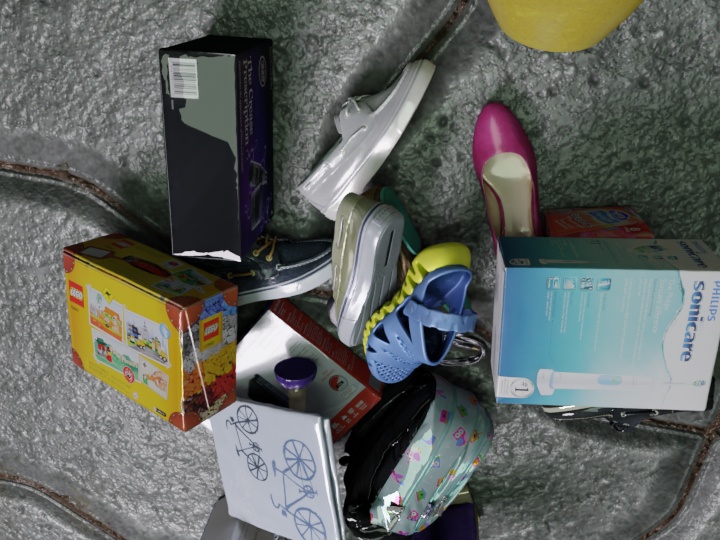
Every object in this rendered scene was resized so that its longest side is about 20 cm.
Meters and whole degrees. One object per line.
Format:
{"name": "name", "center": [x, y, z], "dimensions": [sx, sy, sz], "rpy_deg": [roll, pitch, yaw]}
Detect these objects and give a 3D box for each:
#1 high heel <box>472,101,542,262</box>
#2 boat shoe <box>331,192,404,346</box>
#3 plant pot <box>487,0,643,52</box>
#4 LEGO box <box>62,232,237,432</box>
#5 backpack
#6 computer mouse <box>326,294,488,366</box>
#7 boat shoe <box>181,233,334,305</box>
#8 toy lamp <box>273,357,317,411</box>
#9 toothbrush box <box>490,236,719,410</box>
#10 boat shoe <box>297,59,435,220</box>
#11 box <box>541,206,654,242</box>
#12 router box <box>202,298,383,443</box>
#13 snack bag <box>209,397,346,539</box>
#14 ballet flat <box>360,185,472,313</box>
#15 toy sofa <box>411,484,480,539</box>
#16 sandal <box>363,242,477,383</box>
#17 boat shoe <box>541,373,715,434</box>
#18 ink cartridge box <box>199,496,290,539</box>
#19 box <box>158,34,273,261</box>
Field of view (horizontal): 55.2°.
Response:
{"name": "high heel", "center": [0.156, -0.071, 0.721], "dimensions": [0.067, 0.096, 0.201], "rpy_deg": [-5, 113, 10]}
{"name": "boat shoe", "center": [0.000, 0.000, 0.740], "dimensions": [0.062, 0.072, 0.201], "rpy_deg": [36, 137, 23]}
{"name": "plant pot", "center": [0.179, -0.279, 0.593], "dimensions": [0.198, 0.201, 0.143], "rpy_deg": [6, 140, 5]}
{"name": "LEGO box", "center": [-0.234, 0.062, 0.762], "dimensions": [0.199, 0.077, 0.150], "rpy_deg": [21, 118, 30]}
{"name": "backpack", "center": [0.066, 0.222, 0.843], "dimensions": [0.126, 0.167, 0.201], "rpy_deg": [30, 101, -16]}
{"name": "computer mouse", "center": [0.054, 0.067, 0.816], "dimensions": [0.199, 0.034, 0.059], "rpy_deg": [18, 113, 12]}
{"name": "boat shoe", "center": [-0.115, -0.018, 0.792], "dimensions": [0.199, 0.071, 0.091], "rpy_deg": [-16, 117, 16]}
{"name": "toy lamp", "center": [-0.074, 0.207, 0.842], "dimensions": [0.058, 0.058, 0.201], "rpy_deg": [3, 115, 6]}
{"name": "toothbrush box", "center": [0.231, 0.049, 0.665], "dimensions": [0.198, 0.085, 0.148], "rpy_deg": [1, 113, 7]}
{"name": "boat shoe", "center": [0.001, -0.146, 0.730], "dimensions": [0.068, 0.072, 0.200], "rpy_deg": [34, 123, -8]}
{"name": "box", "center": [0.254, 0.039, 0.757], "dimensions": [0.102, 0.095, 0.202], "rpy_deg": [-2, 114, 7]}
{"name": "router box", "center": [-0.100, 0.158, 0.883], "dimensions": [0.179, 0.049, 0.200], "rpy_deg": [39, 113, -10]}
{"name": "snack bag", "center": [-0.105, 0.242, 0.831], "dimensions": [0.199, 0.021, 0.190], "rpy_deg": [3, 109, 36]}
{"name": "ballet flat", "center": [0.050, -0.006, 0.781], "dimensions": [0.072, 0.068, 0.200], "rpy_deg": [-23, 120, 33]}
{"name": "toy sofa", "center": [0.105, 0.360, 0.862], "dimensions": [0.082, 0.200, 0.098], "rpy_deg": [-17, 116, 15]}
{"name": "sandal", "center": [0.061, 0.064, 0.721], "dimensions": [0.079, 0.087, 0.201], "rpy_deg": [0, 140, -23]}
{"name": "boat shoe", "center": [0.318, 0.158, 0.814], "dimensions": [0.198, 0.075, 0.067], "rpy_deg": [-17, 99, 4]}
{"name": "ink cartridge box", "center": [-0.127, 0.416, 0.947], "dimensions": [0.086, 0.147, 0.200], "rpy_deg": [-36, 105, 18]}
{"name": "box", "center": [-0.141, -0.130, 0.711], "dimensions": [0.078, 0.141, 0.201], "rpy_deg": [4, 115, 3]}
